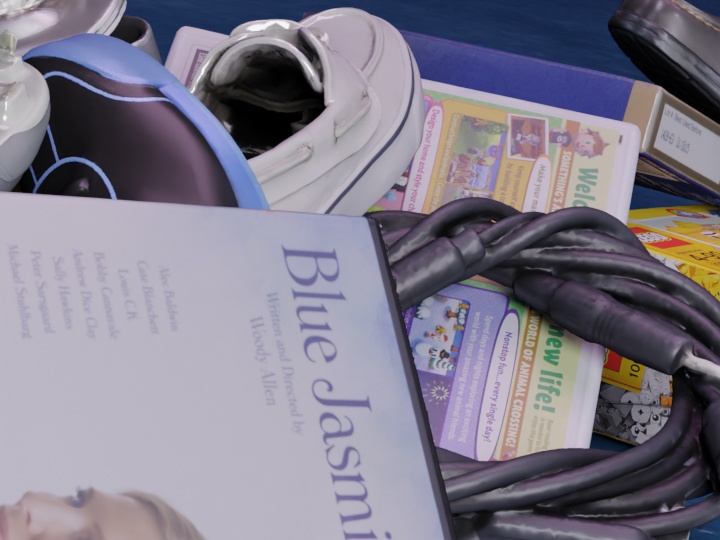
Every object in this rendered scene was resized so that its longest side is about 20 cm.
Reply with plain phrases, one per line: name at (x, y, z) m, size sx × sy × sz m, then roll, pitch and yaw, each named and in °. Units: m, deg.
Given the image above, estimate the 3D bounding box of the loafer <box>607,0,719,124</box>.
loafer at (0.188, -0.080, 1.203) m, size 0.199 × 0.073 × 0.073 m, roll 24°, pitch 5°, yaw -32°

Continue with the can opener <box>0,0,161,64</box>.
can opener at (-0.166, -0.057, 0.963) m, size 0.199 × 0.067 × 0.053 m, roll -13°, pitch 35°, yaw 10°

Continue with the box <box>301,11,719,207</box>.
box at (0.056, -0.068, 1.203) m, size 0.199 × 0.033 × 0.121 m, roll 13°, pitch -4°, yaw 29°

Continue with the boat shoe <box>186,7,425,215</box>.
boat shoe at (-0.030, -0.053, 0.997) m, size 0.072 × 0.066 × 0.200 m, roll 7°, pitch 32°, yaw 21°

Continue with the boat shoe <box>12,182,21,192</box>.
boat shoe at (-0.121, 0.007, 0.952) m, size 0.073 × 0.070 × 0.200 m, roll 6°, pitch 24°, yaw 19°

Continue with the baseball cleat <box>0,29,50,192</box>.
baseball cleat at (-0.158, 0.012, 0.821) m, size 0.070 × 0.107 × 0.200 m, roll 21°, pitch 39°, yaw 27°

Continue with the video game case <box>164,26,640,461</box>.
video game case at (0.000, 0.000, 1.034) m, size 0.181 × 0.022 × 0.200 m, roll 12°, pitch 44°, yaw 2°

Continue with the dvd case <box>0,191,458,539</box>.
dvd case at (-0.063, 0.046, 0.785) m, size 0.199 × 0.143 × 0.018 m, roll 3°, pitch -28°, yaw -35°

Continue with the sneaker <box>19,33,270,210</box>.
sneaker at (-0.064, 0.013, 0.864) m, size 0.078 × 0.070 × 0.200 m, roll -12°, pitch 61°, yaw -46°

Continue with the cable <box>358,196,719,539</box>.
cable at (0.036, 0.030, 0.957) m, size 0.199 × 0.051 × 0.164 m, roll 7°, pitch 43°, yaw -1°

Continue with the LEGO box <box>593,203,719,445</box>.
LEGO box at (0.177, 0.029, 1.171) m, size 0.148 × 0.078 × 0.200 m, roll 19°, pitch 14°, yaw 32°
